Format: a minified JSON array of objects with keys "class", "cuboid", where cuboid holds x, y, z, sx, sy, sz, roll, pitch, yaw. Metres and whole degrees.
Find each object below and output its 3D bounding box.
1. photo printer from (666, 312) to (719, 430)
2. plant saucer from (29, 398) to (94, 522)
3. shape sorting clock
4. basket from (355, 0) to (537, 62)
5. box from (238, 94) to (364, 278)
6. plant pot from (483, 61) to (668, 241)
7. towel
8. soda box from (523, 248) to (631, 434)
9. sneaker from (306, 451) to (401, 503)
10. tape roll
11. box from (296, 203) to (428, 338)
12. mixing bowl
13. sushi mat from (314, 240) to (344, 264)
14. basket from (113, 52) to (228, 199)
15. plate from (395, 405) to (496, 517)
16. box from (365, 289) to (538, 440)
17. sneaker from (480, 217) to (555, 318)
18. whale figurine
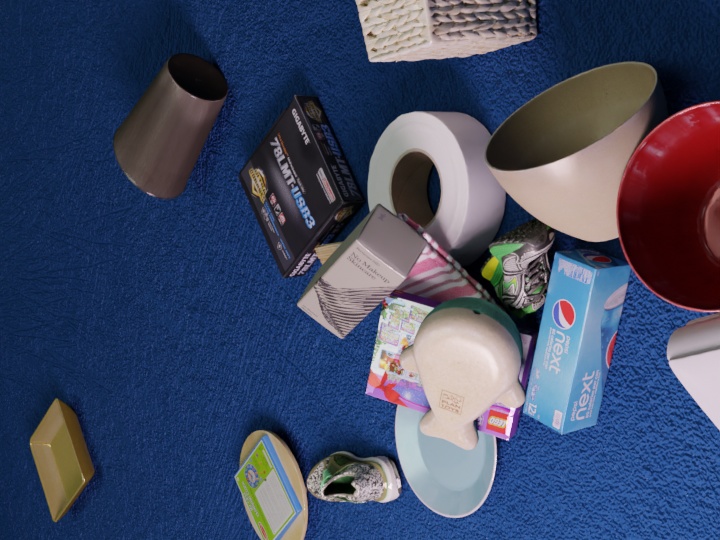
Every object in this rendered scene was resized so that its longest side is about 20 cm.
[{"class":"photo printer","cuboid":[0.411,0.099,1.118,0.167,0.070,0.199,48,143,-16]},{"class":"plant saucer","cuboid":[-0.627,0.400,2.546,0.200,0.048,0.201,-49,57,42]},{"class":"shape sorting clock","cuboid":[-0.139,0.355,1.925,0.199,0.039,0.202,10,103,50]},{"class":"basket","cuboid":[0.105,-0.321,1.426,0.135,0.199,0.125,-4,97,52]},{"class":"box","cuboid":[-0.093,-0.125,1.814,0.199,0.049,0.201,-48,58,44]},{"class":"plant pot","cuboid":[0.251,-0.112,1.289,0.199,0.200,0.135,0,130,52]},{"class":"towel","cuboid":[0.075,0.017,1.530,0.200,0.030,0.146,43,144,-15]},{"class":"soda box","cuboid":[0.249,0.080,1.380,0.064,0.067,0.202,27,114,45]},{"class":"sneaker","cuboid":[-0.032,0.305,1.743,0.199,0.088,0.078,-17,81,52]},{"class":"tape roll","cuboid":[0.096,-0.104,1.555,0.202,0.070,0.205,6,98,51]},{"class":"box","cuboid":[-0.001,0.005,1.498,0.082,0.069,0.200,36,146,-4]},{"class":"mixing bowl","cuboid":[0.363,-0.055,1.170,0.199,0.108,0.202,-7,79,37]},{"class":"sushi mat","cuboid":[0.000,0.000,1.673,0.096,0.012,0.200,59,157,-12]},{"class":"basket","cuboid":[-0.314,-0.253,2.018,0.200,0.135,0.181,-51,49,37]},{"class":"plate","cuboid":[0.118,0.226,1.597,0.199,0.025,0.202,8,100,50]},{"class":"box","cuboid":[0.112,0.116,1.506,0.198,0.039,0.138,16,104,20]},{"class":"sneaker","cuboid":[0.198,-0.003,1.397,0.086,0.078,0.200,60,172,15]},{"class":"whale figurine","cuboid":[0.126,0.120,1.439,0.158,0.104,0.201,17,128,13]}]
